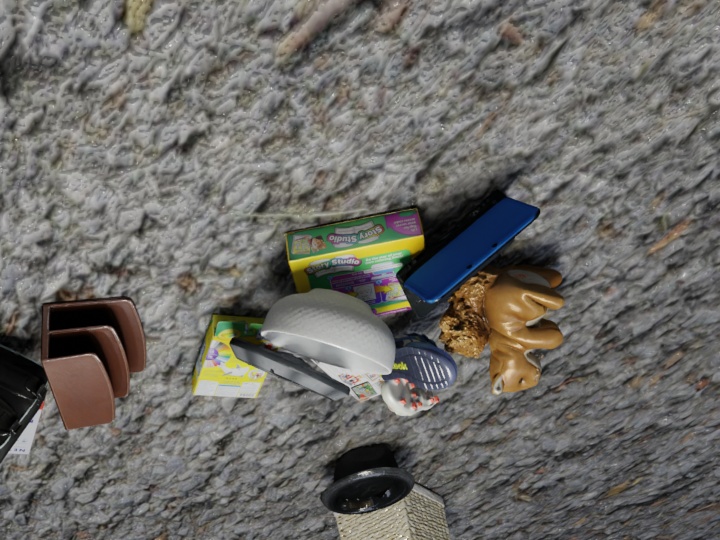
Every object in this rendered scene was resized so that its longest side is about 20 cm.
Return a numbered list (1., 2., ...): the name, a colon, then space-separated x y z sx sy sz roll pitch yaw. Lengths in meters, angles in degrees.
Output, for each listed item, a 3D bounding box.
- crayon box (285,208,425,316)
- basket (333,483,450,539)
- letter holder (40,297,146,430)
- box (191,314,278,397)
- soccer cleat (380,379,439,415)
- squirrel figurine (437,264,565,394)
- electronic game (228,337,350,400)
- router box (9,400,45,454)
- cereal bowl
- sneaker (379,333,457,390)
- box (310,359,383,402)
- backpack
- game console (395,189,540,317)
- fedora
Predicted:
1. crayon box: 0.000 0.000 1.380 0.196 0.059 0.174 -11 141 0
2. basket: 0.078 0.591 2.067 0.196 0.163 0.199 -31 140 23
3. letter holder: -0.402 0.144 1.426 0.139 0.102 0.202 -6 142 -10
4. box: -0.202 0.136 1.510 0.115 0.049 0.201 6 142 -21
5. soccer cleat: 0.072 0.223 1.600 0.076 0.071 0.199 -22 163 20
6. squirrel figurine: 0.217 0.093 1.452 0.196 0.142 0.190 10 109 0
7. electronic game: -0.106 0.146 1.394 0.197 0.042 0.200 23 170 4
8. router box: -0.630 0.232 1.517 0.196 0.050 0.180 8 138 -24
9. cereal bowl: -0.039 0.081 1.328 0.196 0.085 0.200 15 165 4
10. sneaker: 0.096 0.137 1.475 0.081 0.199 0.075 -23 106 -29
11. box: -0.001 0.157 1.597 0.108 0.035 0.200 -24 141 15
12. backpack: -0.581 0.185 1.355 0.198 0.179 0.151 34 133 -9
13. game console: 0.161 -0.006 1.309 0.199 0.119 0.171 -38 143 -6
14. fedora: 0.010 0.418 1.884 0.196 0.093 0.202 -7 142 -6
